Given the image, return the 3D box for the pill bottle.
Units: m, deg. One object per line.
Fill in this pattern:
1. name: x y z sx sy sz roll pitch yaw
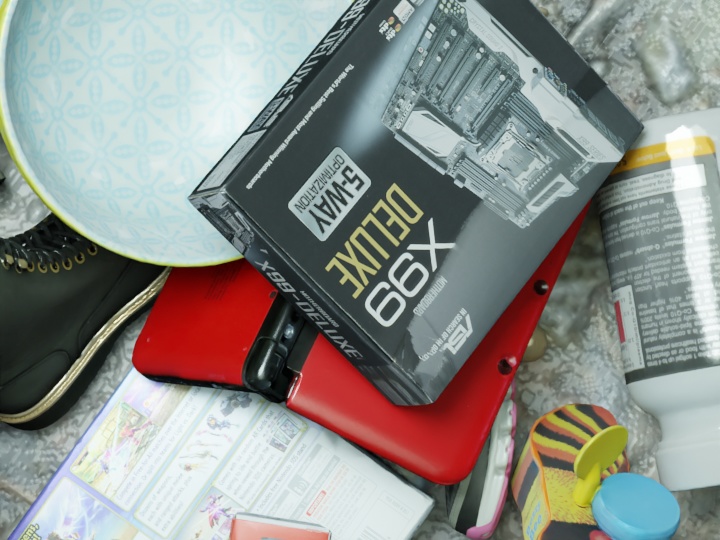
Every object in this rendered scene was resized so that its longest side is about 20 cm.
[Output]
1. pill bottle: 0.196 0.017 1.389 0.116 0.116 0.200 -8 84 -2

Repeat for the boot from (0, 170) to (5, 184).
1. boot: -0.314 -0.084 1.393 0.200 0.073 0.182 51 47 -3

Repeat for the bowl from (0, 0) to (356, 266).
1. bowl: -0.107 -0.104 1.335 0.200 0.108 0.200 -2 95 -22

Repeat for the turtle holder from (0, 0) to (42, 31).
1. turtle holder: -0.250 -0.160 1.357 0.185 0.132 0.141 35 45 -11

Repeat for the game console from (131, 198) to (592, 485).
1. game console: 0.000 0.000 1.377 0.119 0.172 0.200 40 66 -36

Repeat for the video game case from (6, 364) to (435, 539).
1. video game case: -0.089 0.156 1.406 0.181 0.045 0.200 36 85 1

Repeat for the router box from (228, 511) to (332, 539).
1. router box: -0.054 0.214 1.278 0.049 0.200 0.180 9 84 -2

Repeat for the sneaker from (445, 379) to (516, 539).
1. sneaker: 0.039 0.051 1.407 0.087 0.074 0.200 -4 80 -1

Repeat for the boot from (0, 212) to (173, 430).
1. boot: -0.160 -0.015 1.369 0.077 0.138 0.200 25 82 24

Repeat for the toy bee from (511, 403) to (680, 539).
1. toy bee: 0.117 0.142 1.337 0.109 0.200 0.131 3 107 -23

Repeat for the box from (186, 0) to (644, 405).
1. box: 0.031 -0.055 1.301 0.158 0.050 0.200 46 68 -16

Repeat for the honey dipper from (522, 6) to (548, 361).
1. honey dipper: 0.093 -0.049 1.436 0.038 0.038 0.200 -3 86 -1
